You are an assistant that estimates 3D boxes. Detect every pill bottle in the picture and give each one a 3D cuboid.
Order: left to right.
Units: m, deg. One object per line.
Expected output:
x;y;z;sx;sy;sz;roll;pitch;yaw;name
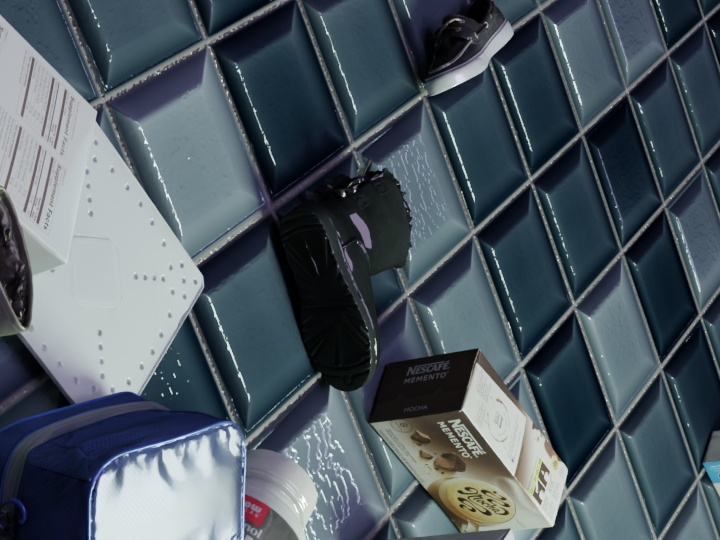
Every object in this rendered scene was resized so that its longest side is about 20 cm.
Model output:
-0.111;0.244;1.482;0.111;0.111;0.200;60;38;-26;pill bottle

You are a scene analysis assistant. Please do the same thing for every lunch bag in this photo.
-0.196;0.176;1.356;0.200;0.132;0.136;-11;108;-52;lunch bag

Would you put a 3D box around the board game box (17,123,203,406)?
-0.223;0.003;1.459;0.200;0.026;0.200;57;40;-29;board game box

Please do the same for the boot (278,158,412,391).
-0.001;0.001;1.754;0.162;0.073;0.198;-32;107;-58;boot

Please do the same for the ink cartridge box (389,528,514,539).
0.098;0.356;1.727;0.083;0.147;0.200;-36;112;-55;ink cartridge box

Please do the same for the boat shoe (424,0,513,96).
0.113;-0.255;1.994;0.066;0.070;0.200;61;37;-13;boat shoe

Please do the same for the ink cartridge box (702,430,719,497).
0.561;0.305;2.455;0.200;0.116;0.067;59;37;-28;ink cartridge box

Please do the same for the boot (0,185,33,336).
-0.306;0.049;1.161;0.073;0.200;0.182;-16;97;-85;boot

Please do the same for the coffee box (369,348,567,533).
0.112;0.177;1.828;0.200;0.113;0.080;53;42;-35;coffee box

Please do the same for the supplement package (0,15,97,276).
-0.308;-0.093;1.228;0.200;0.152;0.151;47;34;-39;supplement package
